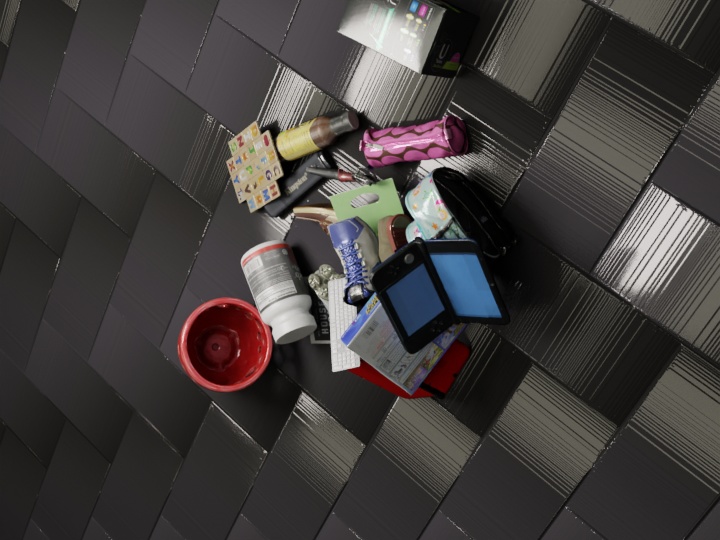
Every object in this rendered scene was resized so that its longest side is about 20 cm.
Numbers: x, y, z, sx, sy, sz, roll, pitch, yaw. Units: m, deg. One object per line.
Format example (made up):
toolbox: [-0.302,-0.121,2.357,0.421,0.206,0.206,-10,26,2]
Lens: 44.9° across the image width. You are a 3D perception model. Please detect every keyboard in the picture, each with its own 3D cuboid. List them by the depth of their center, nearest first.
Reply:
keyboard: [-0.033,0.102,1.698,0.056,0.011,0.202,-10,57,9]

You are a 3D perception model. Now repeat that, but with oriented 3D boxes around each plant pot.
plant pot: [-0.306,0.169,1.919,0.202,0.199,0.182,69,160,2]

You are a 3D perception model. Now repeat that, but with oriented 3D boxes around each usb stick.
usb stick: [-0.136,-0.183,1.859,0.199,0.033,0.056,-36,79,32]

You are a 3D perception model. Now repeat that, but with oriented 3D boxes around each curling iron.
curling iron: [-0.040,-0.196,1.742,0.199,0.050,0.026,16,72,46]

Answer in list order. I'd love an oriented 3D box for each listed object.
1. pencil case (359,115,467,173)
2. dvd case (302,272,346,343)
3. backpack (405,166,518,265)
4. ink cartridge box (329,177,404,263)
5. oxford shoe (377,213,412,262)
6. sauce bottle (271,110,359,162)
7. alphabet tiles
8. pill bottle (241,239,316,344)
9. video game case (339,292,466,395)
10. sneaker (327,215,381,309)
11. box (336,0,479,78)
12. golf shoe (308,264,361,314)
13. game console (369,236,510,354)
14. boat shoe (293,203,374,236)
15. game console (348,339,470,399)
pencil case: [0.100,-0.244,1.661,0.198,0.093,0.092,-6,78,31]
dvd case: [-0.031,0.080,1.850,0.198,0.025,0.152,-4,97,32]
backpack: [0.171,-0.086,1.598,0.150,0.177,0.201,-36,87,30]
ink cartridge box: [0.028,-0.065,1.726,0.144,0.048,0.202,-14,109,21]
oxford shoe: [0.076,-0.009,1.671,0.075,0.070,0.202,4,103,58]
sauce bottle: [-0.092,-0.279,1.797,0.198,0.065,0.065,-15,91,32]
alphabet tiles: [-0.231,-0.222,1.887,0.199,0.006,0.168,-22,85,53]
pill bottle: [-0.171,0.047,1.858,0.115,0.115,0.202,-34,70,32]
video game case: [0.089,0.101,1.606,0.201,0.181,0.045,-52,28,0]
sneaker: [0.000,0.001,1.671,0.080,0.115,0.201,-20,106,22]
box: [0.087,-0.452,1.597,0.199,0.148,0.125,32,114,23]
golf shoe: [-0.029,0.081,1.790,0.078,0.097,0.201,-30,74,-4]
game console: [0.138,0.050,1.508,0.118,0.170,0.201,36,159,55]
boat shoe: [-0.052,-0.097,1.803,0.198,0.072,0.073,8,103,24]
game console: [0.085,0.169,1.721,0.173,0.199,0.119,-59,29,4]
